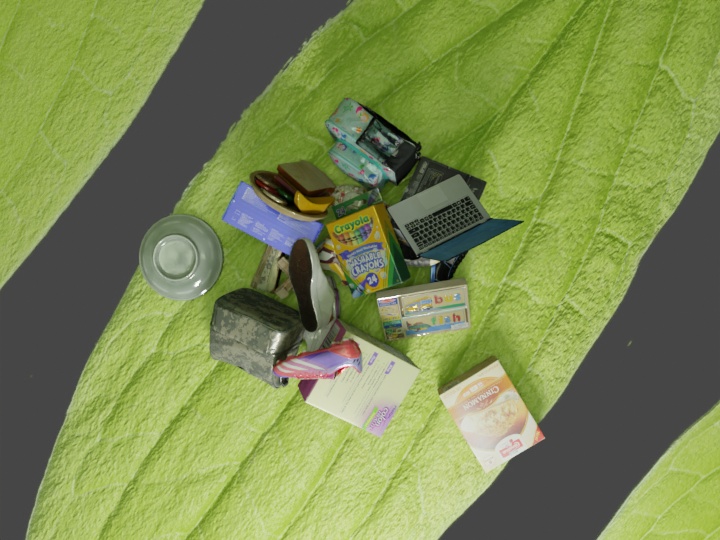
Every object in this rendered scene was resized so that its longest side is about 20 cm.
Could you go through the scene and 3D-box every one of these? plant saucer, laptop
[{"bbox_3d":[-0.417,-0.029,1.560,0.198,0.050,0.202,0,92,4],"label":"plant saucer"},{"bbox_3d":[0.185,-0.111,1.372,0.186,0.116,0.201,-26,70,-15],"label":"laptop"}]

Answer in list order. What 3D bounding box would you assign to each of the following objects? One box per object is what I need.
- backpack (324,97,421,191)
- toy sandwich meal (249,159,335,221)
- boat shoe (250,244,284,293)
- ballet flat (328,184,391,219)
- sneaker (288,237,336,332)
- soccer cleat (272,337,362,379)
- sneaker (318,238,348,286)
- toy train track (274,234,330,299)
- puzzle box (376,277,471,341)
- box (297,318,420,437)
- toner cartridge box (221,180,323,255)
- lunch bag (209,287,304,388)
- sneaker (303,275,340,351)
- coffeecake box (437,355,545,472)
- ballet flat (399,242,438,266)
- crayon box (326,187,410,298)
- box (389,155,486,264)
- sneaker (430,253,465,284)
[{"bbox_3d":[0.013,-0.268,1.461,0.200,0.178,0.151,44,91,8],"label":"backpack"},{"bbox_3d":[-0.140,-0.179,1.458,0.204,0.205,0.071,31,112,2],"label":"toy sandwich meal"},{"bbox_3d":[-0.201,-0.050,1.533,0.062,0.073,0.202,12,93,0],"label":"boat shoe"},{"bbox_3d":[0.020,-0.141,1.520,0.199,0.064,0.076,22,93,3],"label":"ballet flat"},{"bbox_3d":[-0.099,0.025,1.457,0.072,0.084,0.202,3,105,37],"label":"sneaker"},{"bbox_3d":[-0.088,0.195,1.384,0.199,0.067,0.077,-19,78,17],"label":"soccer cleat"},{"bbox_3d":[0.000,0.000,1.517,0.199,0.075,0.091,22,95,-3],"label":"sneaker"},{"bbox_3d":[-0.112,-0.013,1.526,0.200,0.032,0.115,-47,124,-8],"label":"toy train track"},{"bbox_3d":[0.141,0.088,1.502,0.198,0.026,0.134,-10,128,5],"label":"puzzle box"},{"bbox_3d":[-0.004,0.233,1.487,0.199,0.097,0.177,29,94,-19],"label":"box"},{"bbox_3d":[-0.189,-0.104,1.469,0.199,0.043,0.095,28,88,-7],"label":"toner cartridge box"},{"bbox_3d":[-0.233,0.152,1.498,0.199,0.139,0.169,22,110,19],"label":"lunch bag"},{"bbox_3d":[-0.095,0.111,1.530,0.099,0.075,0.202,3,92,2],"label":"sneaker"},{"bbox_3d":[0.287,0.317,1.514,0.153,0.073,0.201,-32,90,3],"label":"coffeecake box"},{"bbox_3d":[0.084,-0.052,1.477,0.199,0.057,0.067,13,74,10],"label":"ballet flat"},{"bbox_3d":[0.010,-0.056,1.426,0.125,0.051,0.201,-19,92,31],"label":"crayon box"},{"bbox_3d":[0.165,-0.133,1.471,0.157,0.048,0.201,23,66,6],"label":"box"},{"bbox_3d":[0.200,-0.031,1.509,0.077,0.070,0.202,7,91,11],"label":"sneaker"}]
